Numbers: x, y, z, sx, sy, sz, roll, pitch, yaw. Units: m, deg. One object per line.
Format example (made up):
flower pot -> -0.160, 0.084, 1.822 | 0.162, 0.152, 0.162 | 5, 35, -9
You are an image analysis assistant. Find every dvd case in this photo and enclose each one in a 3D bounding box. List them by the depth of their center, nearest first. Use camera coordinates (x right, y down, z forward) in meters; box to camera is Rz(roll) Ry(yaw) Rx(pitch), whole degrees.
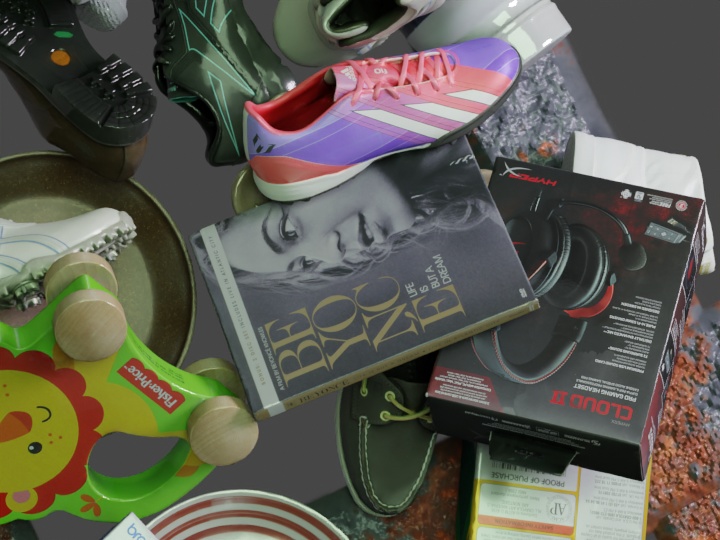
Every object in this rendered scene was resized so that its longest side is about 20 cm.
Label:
dvd case -> 0.000, 0.000, 1.696 | 0.199, 0.016, 0.149 | -22, 58, 0

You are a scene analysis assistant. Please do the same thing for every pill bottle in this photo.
pill bottle -> 0.055, -0.222, 1.804 | 0.111, 0.111, 0.200 | -37, 88, -16

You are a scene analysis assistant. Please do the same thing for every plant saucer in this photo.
plant saucer -> -0.211, 0.021, 1.740 | 0.199, 0.037, 0.202 | 2, 78, -12

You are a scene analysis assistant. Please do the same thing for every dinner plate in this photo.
dinner plate -> -0.081, 0.248, 1.730 | 0.199, 0.024, 0.202 | 2, 79, -12

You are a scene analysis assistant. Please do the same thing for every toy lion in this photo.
toy lion -> -0.195, 0.098, 1.669 | 0.192, 0.069, 0.200 | -43, 121, 12

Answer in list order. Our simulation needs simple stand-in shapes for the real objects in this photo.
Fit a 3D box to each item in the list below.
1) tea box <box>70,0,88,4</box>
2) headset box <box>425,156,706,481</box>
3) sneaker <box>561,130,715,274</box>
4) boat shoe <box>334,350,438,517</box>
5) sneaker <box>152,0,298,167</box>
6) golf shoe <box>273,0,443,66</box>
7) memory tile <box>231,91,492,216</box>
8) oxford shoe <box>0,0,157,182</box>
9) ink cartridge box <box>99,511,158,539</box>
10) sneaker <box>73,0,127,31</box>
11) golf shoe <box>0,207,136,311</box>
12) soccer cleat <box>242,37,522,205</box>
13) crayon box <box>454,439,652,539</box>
tea box -> -0.119, -0.299, 1.662 | 0.196, 0.200, 0.134 | -28, 82, -21
headset box -> 0.136, 0.041, 1.708 | 0.148, 0.075, 0.201 | 13, 69, 14
sneaker -> 0.194, 0.006, 1.809 | 0.115, 0.074, 0.202 | 8, 76, -7
boat shoe -> 0.027, 0.070, 1.749 | 0.071, 0.061, 0.203 | 4, 93, -17
sneaker -> -0.112, -0.165, 1.777 | 0.079, 0.075, 0.201 | -29, 86, -13
golf shoe -> -0.009, -0.181, 1.724 | 0.097, 0.200, 0.079 | -37, 97, -41
memory tile -> 0.002, -0.026, 1.775 | 0.199, 0.017, 0.154 | 21, 90, -16
oxford shoe -> -0.214, -0.131, 1.742 | 0.072, 0.085, 0.200 | -24, 57, -27
ink cartridge box -> -0.100, 0.247, 1.666 | 0.044, 0.094, 0.200 | -43, 90, -16
sneaker -> -0.192, -0.270, 1.780 | 0.115, 0.075, 0.201 | -32, 84, -13
golf shoe -> -0.247, -0.015, 1.686 | 0.199, 0.078, 0.098 | -22, 78, -16
soccer cleat -> 0.015, -0.115, 1.714 | 0.199, 0.073, 0.068 | -24, 42, -7
crayon box -> 0.127, 0.211, 1.766 | 0.125, 0.052, 0.202 | 8, 77, -10
